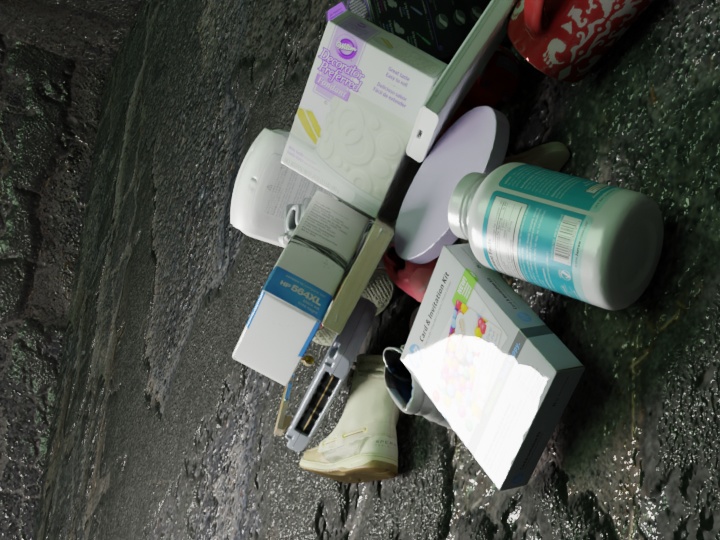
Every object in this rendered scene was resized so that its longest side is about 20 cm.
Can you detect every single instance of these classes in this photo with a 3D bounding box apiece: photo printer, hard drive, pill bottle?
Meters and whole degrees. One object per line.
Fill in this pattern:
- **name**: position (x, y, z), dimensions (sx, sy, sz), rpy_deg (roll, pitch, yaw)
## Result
- **photo printer**: position (-0.091, -0.113, 1.551), dimensions (0.069, 0.198, 0.168), rpy_deg (37, 108, 62)
- **hard drive**: position (0.120, -0.229, 1.176), dimensions (0.201, 0.026, 0.132), rpy_deg (-57, -4, -17)
- **pill bottle**: position (0.181, -0.041, 1.003), dimensions (0.199, 0.110, 0.112), rpy_deg (22, 94, 41)

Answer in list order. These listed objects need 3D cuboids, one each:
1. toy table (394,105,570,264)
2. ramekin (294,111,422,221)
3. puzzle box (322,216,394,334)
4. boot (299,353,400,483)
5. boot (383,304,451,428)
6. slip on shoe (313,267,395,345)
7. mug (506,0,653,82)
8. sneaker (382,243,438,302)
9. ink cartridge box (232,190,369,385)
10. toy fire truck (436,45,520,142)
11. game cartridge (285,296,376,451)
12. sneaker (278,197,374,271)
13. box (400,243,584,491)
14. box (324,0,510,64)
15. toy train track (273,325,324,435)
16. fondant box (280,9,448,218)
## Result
- **toy table**: position (0.138, -0.081, 1.174), dimensions (0.200, 0.116, 0.185), rpy_deg (-48, 34, 39)
- **ramekin**: position (0.013, -0.173, 1.399), dimensions (0.094, 0.201, 0.204), rpy_deg (-42, 38, 28)
- **puzzle box**: position (0.000, 0.000, 1.267), dimensions (0.134, 0.025, 0.200), rpy_deg (-62, 1, 5)
- **boot**: position (-0.005, 0.192, 1.346), dimensions (0.199, 0.071, 0.156), rpy_deg (-22, 54, 57)
- **boot**: position (0.071, 0.097, 1.221), dimensions (0.074, 0.095, 0.201), rpy_deg (-58, 28, 26)
- **slip on shoe**: position (-0.015, 0.041, 1.459), dimensions (0.200, 0.073, 0.062), rpy_deg (-45, 34, 52)
- **mug**: position (0.231, -0.312, 1.078), dimensions (0.200, 0.176, 0.134), rpy_deg (-54, 35, 42)
- **sneaker**: position (0.064, -0.016, 1.286), dimensions (0.074, 0.086, 0.200), rpy_deg (-54, 19, 7)
- **ink cartridge box**: position (-0.074, 0.020, 1.323), dimensions (0.146, 0.084, 0.201), rpy_deg (-61, 2, 46)
- **toy fire truck**: position (0.129, -0.169, 1.286), dimensions (0.201, 0.048, 0.142), rpy_deg (-53, 19, 33)
- **game cartridge**: position (-0.037, 0.132, 1.363), dimensions (0.134, 0.040, 0.201), rpy_deg (-69, 5, -49)
- **sneaker**: position (-0.036, -0.086, 1.486), dimensions (0.075, 0.115, 0.201), rpy_deg (-11, 47, 60)
- **box**: position (0.125, 0.093, 1.047), dimensions (0.200, 0.041, 0.157), rpy_deg (53, 135, 42)
- **box**: position (0.074, -0.310, 1.325), dimensions (0.122, 0.198, 0.107), rpy_deg (-5, 103, 62)
- **toy train track**: position (-0.080, 0.133, 1.421), dimensions (0.115, 0.032, 0.202), rpy_deg (118, 167, -56)
- **fondant box**: position (0.001, -0.185, 1.242), dimensions (0.058, 0.143, 0.201), rpy_deg (-46, -17, -55)
